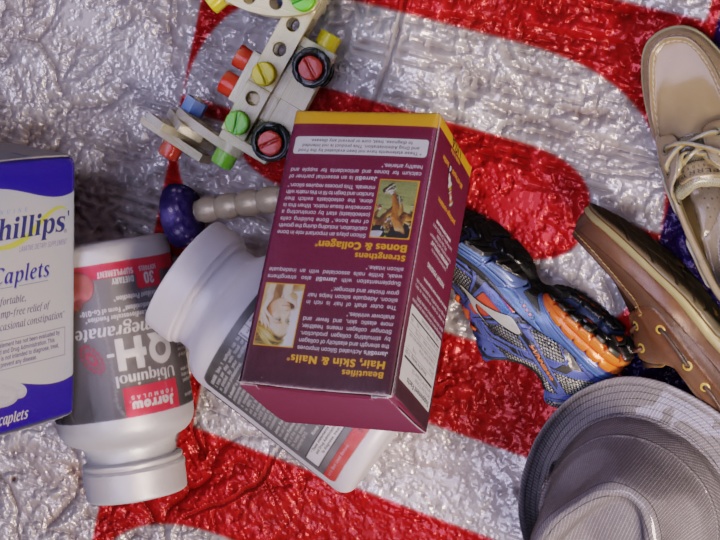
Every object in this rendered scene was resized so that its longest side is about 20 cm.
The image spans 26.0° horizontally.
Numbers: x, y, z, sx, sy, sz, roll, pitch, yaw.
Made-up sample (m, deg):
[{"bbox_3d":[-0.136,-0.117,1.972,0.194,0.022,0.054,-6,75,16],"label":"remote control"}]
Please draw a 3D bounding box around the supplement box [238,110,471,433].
[{"bbox_3d":[0.000,0.000,1.057,0.109,0.086,0.202,3,69,22],"label":"supplement box"}]

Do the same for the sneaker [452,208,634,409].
[{"bbox_3d":[0.099,0.026,1.125,0.200,0.075,0.079,40,112,16],"label":"sneaker"}]

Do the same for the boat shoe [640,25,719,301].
[{"bbox_3d":[0.237,-0.070,1.059,0.071,0.065,0.202,-16,89,23],"label":"boat shoe"}]

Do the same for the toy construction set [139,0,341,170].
[{"bbox_3d":[-0.090,-0.155,1.172,0.130,0.092,0.201,30,112,1],"label":"toy construction set"}]

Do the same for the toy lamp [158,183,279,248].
[{"bbox_3d":[-0.057,-0.055,1.188,0.198,0.058,0.059,-10,92,23],"label":"toy lamp"}]

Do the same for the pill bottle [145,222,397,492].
[{"bbox_3d":[-0.054,0.061,1.155,0.199,0.116,0.116,37,108,6],"label":"pill bottle"}]

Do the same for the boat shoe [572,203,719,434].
[{"bbox_3d":[0.214,0.039,1.077,0.200,0.072,0.068,47,108,9],"label":"boat shoe"}]

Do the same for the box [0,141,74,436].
[{"bbox_3d":[-0.311,0.004,1.175,0.182,0.104,0.203,11,104,35],"label":"box"}]

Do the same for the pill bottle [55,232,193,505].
[{"bbox_3d":[-0.191,0.077,1.229,0.109,0.111,0.203,-7,93,23],"label":"pill bottle"}]

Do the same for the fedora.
[{"bbox_3d":[0.178,0.182,1.071,0.176,0.090,0.201,35,124,16],"label":"fedora"}]
